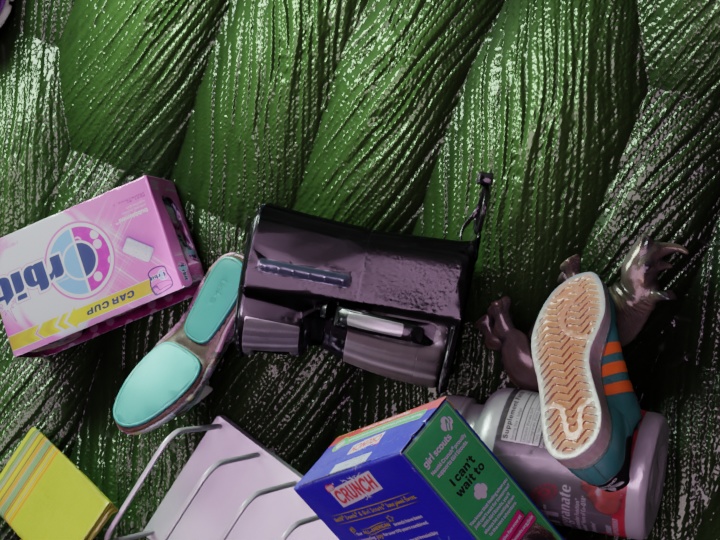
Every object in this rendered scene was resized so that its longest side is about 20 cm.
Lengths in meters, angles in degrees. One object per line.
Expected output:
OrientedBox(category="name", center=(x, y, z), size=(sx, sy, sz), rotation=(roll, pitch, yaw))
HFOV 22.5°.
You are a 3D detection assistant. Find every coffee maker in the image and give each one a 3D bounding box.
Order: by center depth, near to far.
OrientedBox(category="coffee maker", center=(0.000, 0.000, 1.609), size=(0.200, 0.135, 0.192), rotation=(12, 66, 4))

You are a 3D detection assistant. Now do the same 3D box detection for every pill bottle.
OrientedBox(category="pill bottle", center=(0.160, 0.162, 1.568), size=(0.200, 0.111, 0.111), rotation=(8, 91, 18))

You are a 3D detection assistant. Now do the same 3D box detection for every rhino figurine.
OrientedBox(category="rhino figurine", center=(0.201, 0.033, 1.586), size=(0.200, 0.060, 0.088), rotation=(-31, 76, 13))

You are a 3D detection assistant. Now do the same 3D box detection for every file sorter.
OrientedBox(category="file sorter", center=(-0.108, 0.248, 1.645), size=(0.200, 0.125, 0.139), rotation=(35, 99, 15))

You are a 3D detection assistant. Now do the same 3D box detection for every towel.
OrientedBox(category="towel", center=(-0.290, 0.217, 1.690), size=(0.086, 0.018, 0.200), rotation=(-57, 34, -3))

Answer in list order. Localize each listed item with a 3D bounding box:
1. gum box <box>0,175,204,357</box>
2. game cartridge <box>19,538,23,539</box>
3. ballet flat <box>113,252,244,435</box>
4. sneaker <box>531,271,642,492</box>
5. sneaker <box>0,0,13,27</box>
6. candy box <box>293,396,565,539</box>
OrientedBox(category="gum box", center=(-0.250, -0.004, 1.728), size=(0.200, 0.066, 0.114), rotation=(-22, 81, 16))
OrientedBox(category="game cartridge", center=(-0.267, 0.314, 1.654), size=(0.176, 0.200, 0.032), rotation=(40, 109, 14))
OrientedBox(category="ballet flat", center=(-0.151, 0.075, 1.689), size=(0.069, 0.071, 0.200), rotation=(33, 88, 27))
OrientedBox(category="sneaker", center=(0.190, 0.095, 1.500), size=(0.071, 0.080, 0.200), rotation=(-20, 43, 28))
OrientedBox(category="sneaker", center=(-0.386, -0.324, 1.774), size=(0.080, 0.083, 0.201), rotation=(4, 91, 18))
OrientedBox(category="candy box", center=(0.067, 0.218, 1.538), size=(0.200, 0.077, 0.169), rotation=(49, 144, -12))
